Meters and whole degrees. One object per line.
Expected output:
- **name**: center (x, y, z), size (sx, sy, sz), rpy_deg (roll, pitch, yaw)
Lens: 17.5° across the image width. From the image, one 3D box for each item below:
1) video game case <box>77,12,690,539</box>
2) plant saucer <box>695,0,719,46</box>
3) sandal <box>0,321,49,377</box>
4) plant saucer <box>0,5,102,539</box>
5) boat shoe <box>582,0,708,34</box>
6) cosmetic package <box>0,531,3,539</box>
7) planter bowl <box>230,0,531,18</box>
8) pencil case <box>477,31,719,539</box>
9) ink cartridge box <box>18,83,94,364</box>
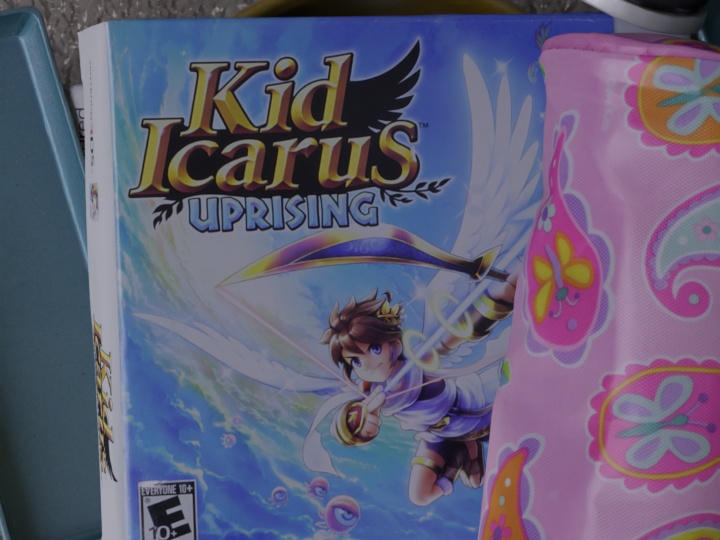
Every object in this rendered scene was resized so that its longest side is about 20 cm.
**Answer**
- **video game case**: center (0.013, 0.009, 0.755), size (0.045, 0.198, 0.183), rpy_deg (179, 89, -73)
- **plant saucer**: center (0.193, -0.113, 0.723), size (0.199, 0.036, 0.202), rpy_deg (1, 92, 37)
- **sandal**: center (-0.188, 0.085, 0.905), size (0.200, 0.080, 0.054), rpy_deg (-56, 36, 33)
- **plant saucer**: center (-0.123, 0.004, 0.848), size (0.019, 0.069, 0.201), rpy_deg (-35, 70, 63)
- **boat shoe**: center (0.056, -0.158, 0.773), size (0.060, 0.074, 0.200), rpy_deg (-56, 53, 29)
- **cosmetic package**: center (-0.050, 0.154, 0.875), size (0.199, 0.106, 0.091), rpy_deg (17, 101, 34)
- **planter bowl**: center (0.000, 0.000, 0.817), size (0.083, 0.199, 0.202), rpy_deg (-176, 86, -73)
- **pencil case**: center (0.084, 0.027, 0.711), size (0.087, 0.087, 0.202), rpy_deg (5, 86, 37)
- **ink cartridge box**: center (-0.131, -0.001, 0.943), size (0.199, 0.084, 0.147), rpy_deg (1, 93, 37)
